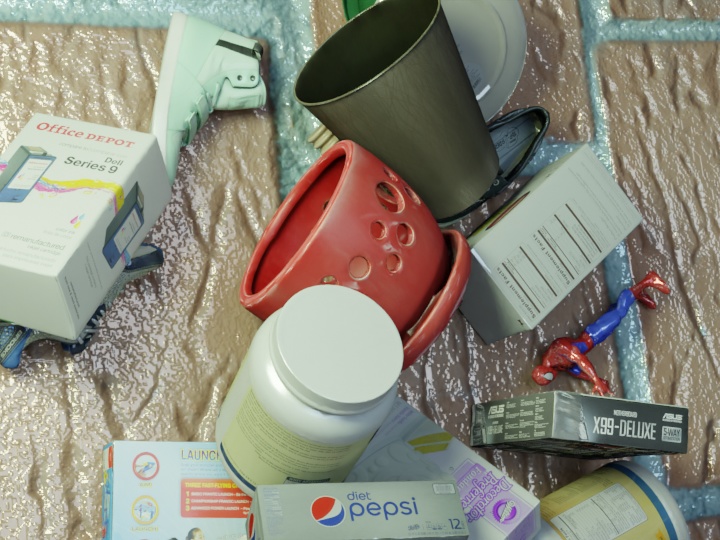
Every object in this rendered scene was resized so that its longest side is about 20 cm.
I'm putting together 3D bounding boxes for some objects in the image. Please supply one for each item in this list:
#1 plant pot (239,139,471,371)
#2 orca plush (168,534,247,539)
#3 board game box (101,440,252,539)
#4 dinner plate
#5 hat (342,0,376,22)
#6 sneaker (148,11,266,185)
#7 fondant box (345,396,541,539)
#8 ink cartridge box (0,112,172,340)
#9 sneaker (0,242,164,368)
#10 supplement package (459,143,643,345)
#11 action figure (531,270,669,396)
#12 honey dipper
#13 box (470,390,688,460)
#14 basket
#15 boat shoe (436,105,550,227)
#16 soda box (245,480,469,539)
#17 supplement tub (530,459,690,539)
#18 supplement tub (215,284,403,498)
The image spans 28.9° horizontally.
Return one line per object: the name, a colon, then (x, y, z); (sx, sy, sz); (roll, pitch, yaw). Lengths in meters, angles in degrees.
plant pot: (0.000, 0.000, 1.427); (0.182, 0.200, 0.202); (36, 67, -15)
orca plush: (-0.143, 0.299, 1.325); (0.104, 0.072, 0.199); (25, 47, 34)
board game box: (-0.155, 0.271, 1.377); (0.197, 0.056, 0.199); (5, 75, -20)
dinner plate: (0.097, -0.242, 1.542); (0.197, 0.024, 0.203); (-7, 111, -17)
hat: (0.054, -0.350, 1.516); (0.163, 0.176, 0.203); (-13, 69, -1)
sneaker: (-0.159, -0.169, 1.469); (0.116, 0.074, 0.203); (12, 71, -11)
fondant box: (0.063, 0.238, 1.410); (0.199, 0.059, 0.144); (34, 62, 30)
ink cartridge box: (-0.289, -0.048, 1.327); (0.143, 0.088, 0.201); (13, 47, 19)
sneaker: (-0.281, 0.036, 1.384); (0.198, 0.077, 0.086); (-24, 93, -15)
supplement package: (0.195, -0.028, 1.552); (0.200, 0.114, 0.110); (-41, 95, -25)
action figure: (0.282, 0.091, 1.579); (0.198, 0.065, 0.099); (-30, 72, -24)
honey dipper: (0.022, -0.085, 1.546); (0.200, 0.038, 0.038); (46, 66, -10)
box: (0.225, 0.166, 1.470); (0.155, 0.200, 0.051); (9, 78, -18)
basket: (0.053, -0.162, 1.475); (0.179, 0.136, 0.201); (-35, 124, 2)
boat shoe: (0.145, -0.123, 1.581); (0.198, 0.066, 0.075); (-34, 92, -24)
soda box: (-0.004, 0.241, 1.297); (0.197, 0.069, 0.064); (1, 47, -16)
supplement tub: (0.231, 0.302, 1.470); (0.198, 0.145, 0.146); (-23, 86, -24)
supplement tub: (-0.049, 0.120, 1.320); (0.143, 0.201, 0.147); (11, 52, -15)
